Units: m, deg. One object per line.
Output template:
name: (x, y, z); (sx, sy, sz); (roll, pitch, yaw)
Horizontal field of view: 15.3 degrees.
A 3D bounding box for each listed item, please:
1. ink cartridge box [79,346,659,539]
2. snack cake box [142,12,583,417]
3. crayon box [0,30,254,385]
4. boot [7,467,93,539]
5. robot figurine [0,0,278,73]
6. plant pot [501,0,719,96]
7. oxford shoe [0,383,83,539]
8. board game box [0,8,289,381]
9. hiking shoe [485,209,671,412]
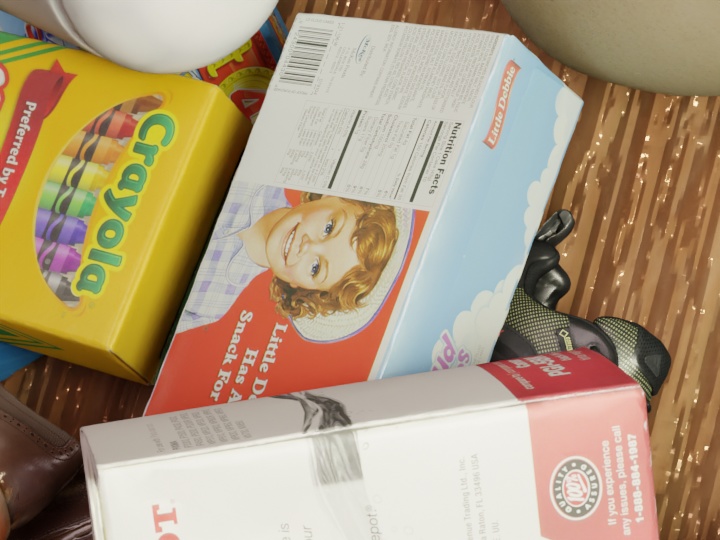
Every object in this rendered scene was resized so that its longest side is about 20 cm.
ink cartridge box: (0.004, 0.117, 0.982); (0.200, 0.083, 0.147); (-8, 101, -9)
snack cake box: (0.000, 0.000, 1.098); (0.115, 0.067, 0.200); (11, 74, 38)
crayon box: (-0.132, -0.031, 1.166); (0.200, 0.051, 0.127); (14, 75, 24)
boot: (-0.181, 0.114, 1.188); (0.200, 0.064, 0.186); (-27, 63, 6)
robot figurine: (-0.105, -0.151, 1.151); (0.200, 0.170, 0.113); (27, 124, 48)
plant pot: (0.129, -0.151, 1.122); (0.134, 0.200, 0.200); (-35, 55, 46)
oxford shoe: (-0.202, 0.054, 1.177); (0.073, 0.071, 0.200); (-31, 52, -33)
board game box: (-0.131, -0.083, 1.247); (0.196, 0.056, 0.200); (-31, 62, 7)
hiking shoe: (0.085, 0.066, 1.097); (0.101, 0.076, 0.200); (-30, 61, 11)
